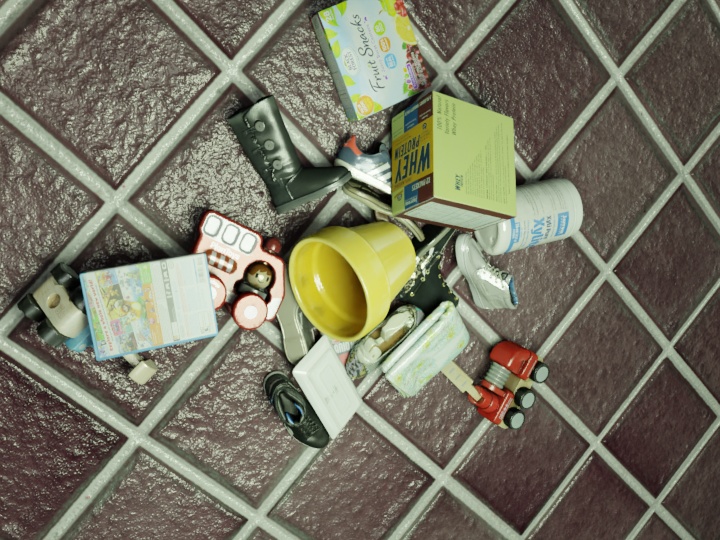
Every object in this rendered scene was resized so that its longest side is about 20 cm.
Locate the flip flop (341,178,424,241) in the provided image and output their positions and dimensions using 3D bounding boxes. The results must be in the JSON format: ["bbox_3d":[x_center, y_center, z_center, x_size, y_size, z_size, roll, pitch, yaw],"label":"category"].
[{"bbox_3d":[0.042,-0.112,1.221,0.198,0.081,0.058,27,108,-20],"label":"flip flop"}]

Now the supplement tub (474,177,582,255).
[{"bbox_3d":[0.347,-0.114,1.295,0.197,0.132,0.134,-13,104,-16],"label":"supplement tub"}]

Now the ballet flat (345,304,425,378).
[{"bbox_3d":[0.042,0.137,1.236,0.200,0.072,0.072,-40,110,0],"label":"ballet flat"}]

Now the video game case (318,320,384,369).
[{"bbox_3d":[-0.018,0.107,1.268,0.141,0.017,0.204,-13,104,-16],"label":"video game case"}]

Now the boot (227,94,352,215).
[{"bbox_3d":[-0.126,-0.224,1.125,0.163,0.066,0.202,-23,106,7],"label":"boot"}]

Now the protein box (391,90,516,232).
[{"bbox_3d":[0.175,-0.197,1.169,0.197,0.134,0.202,8,76,-30],"label":"protein box"}]

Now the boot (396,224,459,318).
[{"bbox_3d":[0.159,0.002,1.284,0.153,0.073,0.204,42,90,-24],"label":"boot"}]

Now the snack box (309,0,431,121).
[{"bbox_3d":[0.021,-0.407,1.158,0.167,0.068,0.203,-26,107,-13],"label":"snack box"}]

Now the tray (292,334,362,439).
[{"bbox_3d":[-0.057,0.236,1.235,0.107,0.022,0.202,-46,126,-30],"label":"tray"}]

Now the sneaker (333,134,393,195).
[{"bbox_3d":[0.050,-0.198,1.203,0.198,0.075,0.086,23,97,-22],"label":"sneaker"}]

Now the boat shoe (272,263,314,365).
[{"bbox_3d":[-0.130,0.083,1.211,0.066,0.057,0.204,-4,100,18],"label":"boat shoe"}]

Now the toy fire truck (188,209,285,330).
[{"bbox_3d":[-0.223,0.002,1.125,0.198,0.112,0.170,25,90,-23],"label":"toy fire truck"}]

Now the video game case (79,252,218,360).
[{"bbox_3d":[-0.344,0.057,1.017,0.197,0.018,0.146,-11,104,-20],"label":"video game case"}]

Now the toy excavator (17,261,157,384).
[{"bbox_3d":[-0.456,0.102,1.074,0.100,0.200,0.194,-46,67,-5],"label":"toy excavator"}]

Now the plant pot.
[{"bbox_3d":[0.000,0.000,1.144,0.188,0.199,0.204,-31,111,-40],"label":"plant pot"}]

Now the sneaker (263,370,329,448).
[{"bbox_3d":[-0.120,0.298,1.217,0.073,0.112,0.201,-38,110,-8],"label":"sneaker"}]

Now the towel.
[{"bbox_3d":[0.137,0.170,1.269,0.200,0.048,0.171,-45,150,-5],"label":"towel"}]

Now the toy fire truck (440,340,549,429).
[{"bbox_3d":[0.284,0.227,1.357,0.199,0.128,0.178,30,89,-32],"label":"toy fire truck"}]

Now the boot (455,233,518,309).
[{"bbox_3d":[0.269,0.003,1.283,0.074,0.094,0.201,-60,135,-33],"label":"boot"}]
